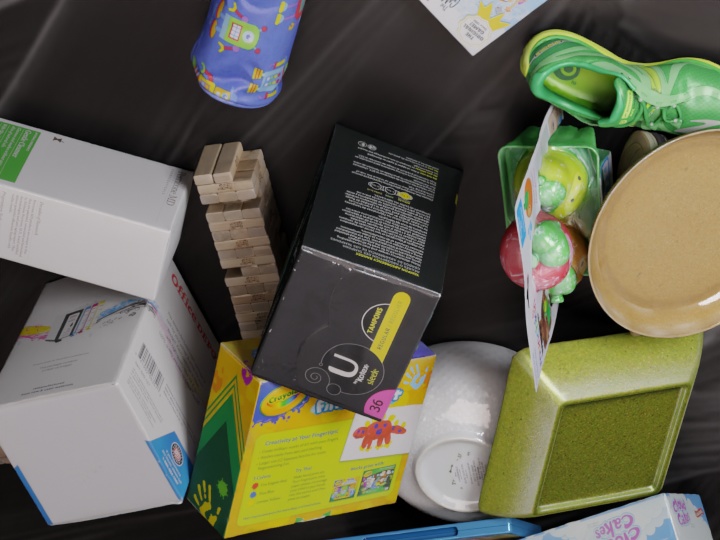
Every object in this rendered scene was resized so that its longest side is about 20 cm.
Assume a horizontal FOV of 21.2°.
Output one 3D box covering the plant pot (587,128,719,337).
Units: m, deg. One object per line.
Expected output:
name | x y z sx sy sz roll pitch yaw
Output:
plant pot | 0.280 -0.035 1.641 0.200 0.027 0.200 -10 122 -17

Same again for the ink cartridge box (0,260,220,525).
ink cartridge box | -0.232 0.109 1.792 0.144 0.200 0.147 -13 122 20

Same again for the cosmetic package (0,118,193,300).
cosmetic package | -0.262 -0.057 1.740 0.200 0.108 0.085 14 125 -2

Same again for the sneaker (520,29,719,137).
sneaker | 0.229 -0.142 1.611 0.200 0.084 0.074 12 125 0

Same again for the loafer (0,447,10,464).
loafer | -0.352 0.164 1.940 0.200 0.072 0.063 -4 141 20

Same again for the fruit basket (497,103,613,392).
fruit basket | 0.164 -0.028 1.631 0.094 0.200 0.186 -2 123 12

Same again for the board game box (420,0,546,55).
board game box | 0.077 -0.287 1.566 0.134 0.034 0.200 -35 113 29

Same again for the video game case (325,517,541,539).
video game case | 0.068 0.269 1.908 0.200 0.018 0.143 -9 167 16

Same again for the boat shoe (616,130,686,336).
boat shoe | 0.264 -0.034 1.694 0.065 0.072 0.200 -8 119 -8

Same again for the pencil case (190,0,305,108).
pencil case | -0.087 -0.234 1.604 0.087 0.078 0.200 15 126 -2

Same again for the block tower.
block tower | -0.099 -0.018 1.770 0.054 0.058 0.200 -6 124 14

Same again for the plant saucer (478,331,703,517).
plant saucer | 0.222 0.151 1.782 0.200 0.048 0.200 -7 128 -22

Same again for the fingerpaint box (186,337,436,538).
fingerpaint box | -0.045 0.141 1.753 0.200 0.073 0.167 -7 123 -37

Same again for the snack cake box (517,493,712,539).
snack cake box | 0.233 0.277 1.876 0.200 0.067 0.115 -22 162 23

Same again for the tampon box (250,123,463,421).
tampon box | 0.000 0.000 1.677 0.126 0.200 0.150 20 126 -4

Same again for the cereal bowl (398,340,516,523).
cereal bowl | 0.102 0.170 1.851 0.200 0.083 0.200 5 125 7
